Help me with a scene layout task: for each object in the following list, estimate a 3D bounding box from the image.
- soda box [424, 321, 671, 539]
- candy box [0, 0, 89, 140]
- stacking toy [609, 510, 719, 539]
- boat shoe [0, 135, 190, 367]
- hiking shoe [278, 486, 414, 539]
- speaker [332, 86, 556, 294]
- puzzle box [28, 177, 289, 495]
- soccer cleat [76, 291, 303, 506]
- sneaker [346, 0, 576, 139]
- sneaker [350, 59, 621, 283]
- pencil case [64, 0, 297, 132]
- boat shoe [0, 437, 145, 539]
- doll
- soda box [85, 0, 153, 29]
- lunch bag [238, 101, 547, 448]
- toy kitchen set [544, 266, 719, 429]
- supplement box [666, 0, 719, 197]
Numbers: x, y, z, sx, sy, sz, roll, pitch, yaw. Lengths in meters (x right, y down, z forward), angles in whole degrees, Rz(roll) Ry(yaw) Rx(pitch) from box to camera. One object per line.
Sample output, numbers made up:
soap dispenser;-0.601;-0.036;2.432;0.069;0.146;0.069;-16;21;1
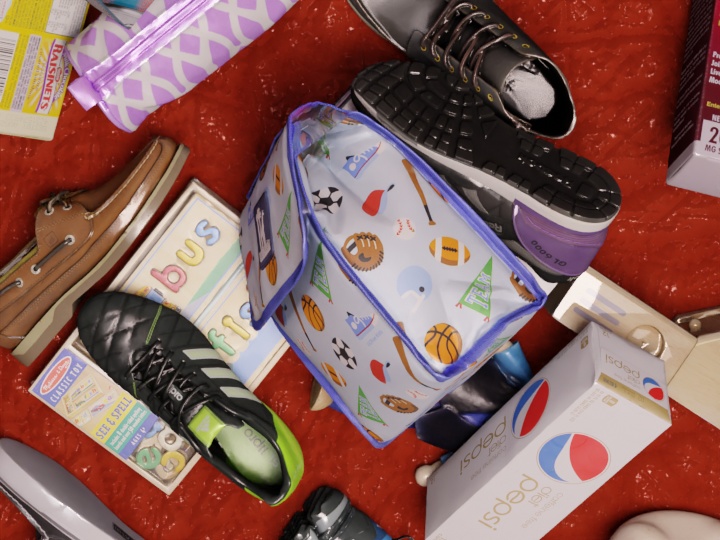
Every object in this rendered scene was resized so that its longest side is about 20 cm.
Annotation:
soda box;0.128;0.128;1.175;0.068;0.064;0.200;28;126;-18
candy box;-0.226;-0.191;1.145;0.026;0.102;0.200;22;100;28
stacking toy;0.232;0.294;1.254;0.146;0.146;0.200;12;119;-4
boat shoe;-0.203;-0.025;1.186;0.068;0.072;0.200;39;96;-9
hiking shoe;-0.048;0.262;1.243;0.087;0.074;0.200;35;97;-7
speaker;0.055;-0.048;1.189;0.200;0.081;0.081;43;96;-8
puzzle box;-0.131;0.049;1.226;0.133;0.025;0.200;37;97;-7
soccer cleat;-0.117;0.088;1.179;0.200;0.081;0.068;41;96;-8
sneaker;0.071;-0.166;1.155;0.200;0.106;0.075;35;97;-8
sneaker;0.070;-0.059;1.115;0.200;0.076;0.088;34;137;15
pencil case;-0.111;-0.181;1.156;0.200;0.086;0.084;-40;104;6
boat shoe;-0.207;0.207;1.234;0.200;0.070;0.066;42;94;-16
doll;0.066;0.101;1.232;0.200;0.048;0.137;17;108;-8
soda box;-0.126;-0.264;1.122;0.200;0.068;0.064;-51;140;-4
lunch bag;0.000;0.000;1.118;0.124;0.170;0.200;-36;83;-25
toy kitchen set;0.262;0.000;1.164;0.180;0.163;0.200;33;97;-7
supplement box;0.282;-0.146;1.149;0.109;0.061;0.200;13;70;-5
